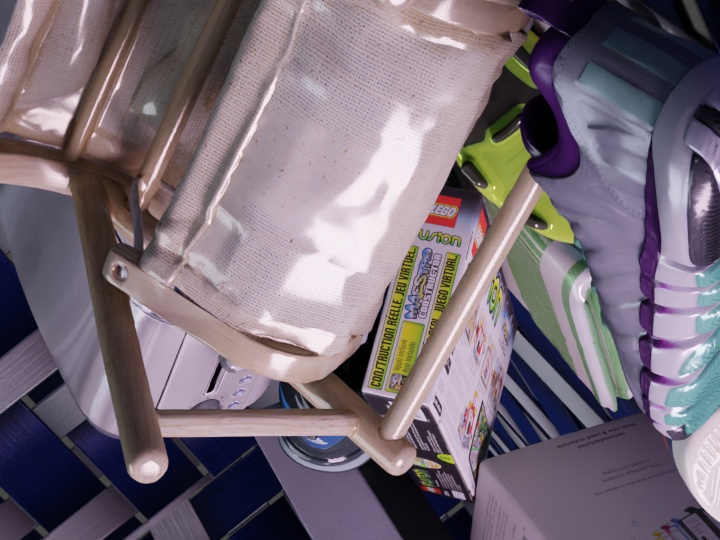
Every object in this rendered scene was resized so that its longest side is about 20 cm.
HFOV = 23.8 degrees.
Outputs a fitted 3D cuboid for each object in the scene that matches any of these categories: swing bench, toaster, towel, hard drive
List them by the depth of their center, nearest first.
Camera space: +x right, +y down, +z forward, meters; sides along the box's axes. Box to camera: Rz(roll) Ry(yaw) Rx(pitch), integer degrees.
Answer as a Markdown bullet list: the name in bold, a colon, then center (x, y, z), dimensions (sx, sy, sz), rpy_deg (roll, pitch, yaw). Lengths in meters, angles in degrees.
- **swing bench**: center (-0.036, -0.063, 0.626), dimensions (0.129, 0.200, 0.200), rpy_deg (5, -146, -41)
- **toaster**: center (-0.099, -0.029, 0.811), dimensions (0.201, 0.113, 0.129), rpy_deg (66, 149, 20)
- **towel**: center (0.072, -0.029, 0.897), dimensions (0.200, 0.023, 0.153), rpy_deg (53, 177, 31)
- **hard drive**: center (0.022, 0.158, 0.916), dimensions (0.201, 0.042, 0.135), rpy_deg (57, -171, 23)

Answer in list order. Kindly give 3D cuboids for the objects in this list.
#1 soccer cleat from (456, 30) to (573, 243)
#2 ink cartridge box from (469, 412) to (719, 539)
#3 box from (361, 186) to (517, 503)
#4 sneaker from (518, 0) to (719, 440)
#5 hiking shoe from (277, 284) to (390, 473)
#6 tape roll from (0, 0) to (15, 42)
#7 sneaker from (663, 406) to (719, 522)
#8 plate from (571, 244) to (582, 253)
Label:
- **soccer cleat**: center (0.047, -0.097, 0.741), dimensions (0.200, 0.065, 0.084), rpy_deg (48, -154, 11)
- **ink cartridge box**: center (0.167, 0.201, 0.937), dimensions (0.200, 0.144, 0.148), rpy_deg (50, 144, 46)
- **box**: center (0.046, 0.044, 0.895), dimensions (0.034, 0.111, 0.200), rpy_deg (11, 161, 14)
- **sneaker**: center (0.095, -0.019, 0.556), dimensions (0.087, 0.074, 0.200), rpy_deg (39, 161, 26)
- **hiking shoe**: center (0.000, 0.000, 0.874), dimensions (0.087, 0.074, 0.202), rpy_deg (94, -179, -69)
- **tape roll**: center (-0.126, -0.177, 0.952), dimensions (0.203, 0.202, 0.139), rpy_deg (52, 178, 14)
- **sneaker**: center (0.187, 0.097, 0.701), dimensions (0.200, 0.075, 0.085), rpy_deg (53, -167, -29)
- **plate**: center (0.118, -0.008, 0.866), dimensions (0.201, 0.026, 0.200), rpy_deg (53, 177, 4)
